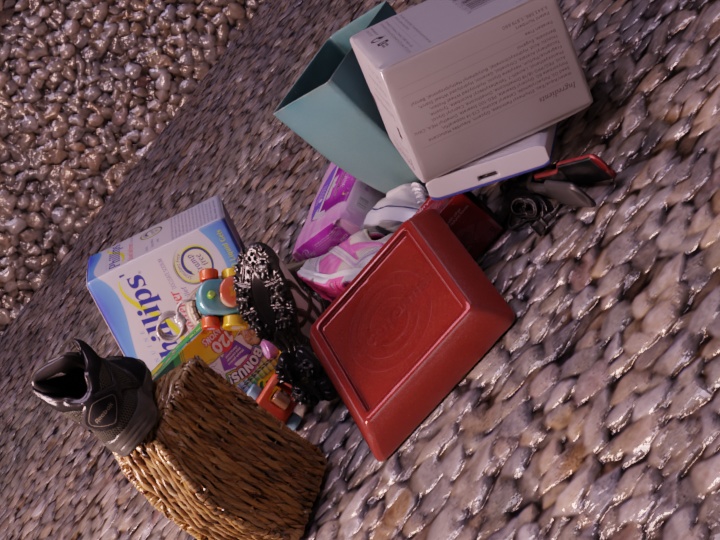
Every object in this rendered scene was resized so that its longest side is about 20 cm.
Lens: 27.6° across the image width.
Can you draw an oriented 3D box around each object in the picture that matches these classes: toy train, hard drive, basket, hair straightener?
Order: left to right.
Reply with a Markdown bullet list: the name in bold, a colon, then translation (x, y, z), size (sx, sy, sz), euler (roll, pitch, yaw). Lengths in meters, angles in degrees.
- **basket**: translation (-0.160, 0.213, 1.495), size (0.148, 0.200, 0.144), euler (-31, 29, 41)
- **toy train**: translation (-0.124, 0.083, 1.654), size (0.151, 0.199, 0.056), euler (-52, 3, -24)
- **hard drive**: translation (0.147, -0.142, 1.571), size (0.131, 0.026, 0.200), euler (-17, 22, 20)
- **hair straightener**: translation (0.180, -0.074, 1.464), size (0.077, 0.041, 0.200), euler (-55, 18, -10)

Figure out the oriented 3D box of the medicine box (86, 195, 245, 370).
- **medicine box**: translation (-0.231, 0.034, 1.927), size (0.198, 0.183, 0.103), euler (-26, 21, 0)

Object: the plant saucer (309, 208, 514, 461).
- **plant saucer**: translation (0.037, 0.054, 1.466), size (0.200, 0.037, 0.200), euler (-48, 40, 12)

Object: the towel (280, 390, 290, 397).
- **towel**: translation (-0.154, 0.214, 1.762), size (0.199, 0.023, 0.153), euler (-31, 27, 51)

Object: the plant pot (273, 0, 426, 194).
- **plant pot**: translation (0.030, -0.187, 1.772), size (0.141, 0.200, 0.142), euler (-18, 33, 57)

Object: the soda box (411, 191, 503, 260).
- **soda box**: translation (0.059, -0.001, 1.572), size (0.200, 0.070, 0.063), euler (-49, 18, 10)

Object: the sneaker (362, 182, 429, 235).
- **sneaker**: translation (0.057, -0.069, 1.697), size (0.071, 0.073, 0.200), euler (-57, 19, -7)

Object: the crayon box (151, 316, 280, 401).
- **crayon box**: translation (-0.151, 0.110, 1.712), size (0.200, 0.119, 0.058), euler (-47, 13, -23)

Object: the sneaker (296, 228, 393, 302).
- **sneaker**: translation (0.000, 0.000, 1.712), size (0.089, 0.081, 0.199), euler (-56, 27, -17)

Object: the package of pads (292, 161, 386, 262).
- **package of pads**: translation (-0.005, -0.092, 1.884), size (0.120, 0.075, 0.201), euler (-35, 25, 44)

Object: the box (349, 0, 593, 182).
- **box**: translation (0.112, -0.213, 1.555), size (0.198, 0.132, 0.199), euler (-25, 21, -1)

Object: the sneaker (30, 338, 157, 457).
- **sneaker**: translation (-0.266, 0.106, 1.452), size (0.076, 0.114, 0.199), euler (-47, 18, 2)

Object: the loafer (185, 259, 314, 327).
- **loafer**: translation (-0.124, 0.033, 1.805), size (0.198, 0.077, 0.068), euler (-11, 2, -23)

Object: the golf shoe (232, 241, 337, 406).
- **golf shoe**: translation (-0.072, 0.047, 1.610), size (0.077, 0.202, 0.095), euler (-6, 27, 35)
